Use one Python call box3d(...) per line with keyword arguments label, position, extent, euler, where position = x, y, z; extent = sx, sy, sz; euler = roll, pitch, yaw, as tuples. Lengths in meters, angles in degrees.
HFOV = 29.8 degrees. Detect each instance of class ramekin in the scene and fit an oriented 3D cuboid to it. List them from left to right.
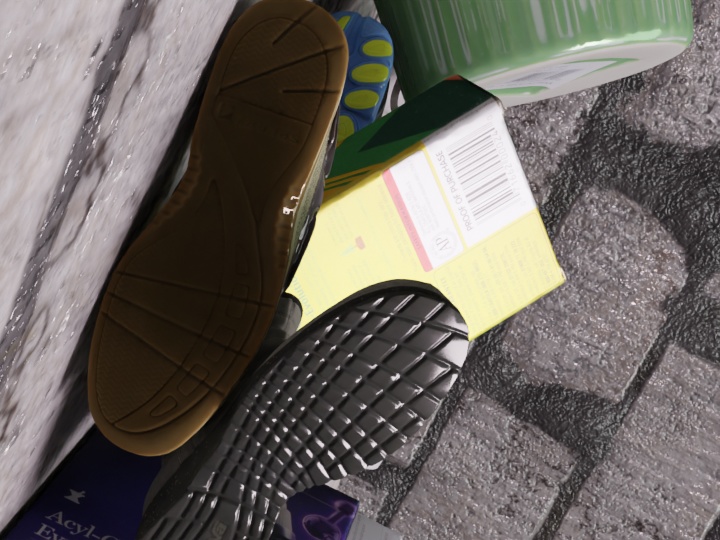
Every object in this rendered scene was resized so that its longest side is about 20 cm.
box3d(label="ramekin", position=(0.105, -0.162, 0.823), extent=(0.200, 0.199, 0.098), euler=(23, 55, -88))

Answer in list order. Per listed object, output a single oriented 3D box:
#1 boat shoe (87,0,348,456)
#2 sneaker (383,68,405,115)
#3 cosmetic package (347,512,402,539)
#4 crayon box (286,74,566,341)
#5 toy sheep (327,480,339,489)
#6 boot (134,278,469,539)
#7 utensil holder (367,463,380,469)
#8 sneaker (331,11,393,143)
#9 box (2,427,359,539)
box3d(label="boat shoe", position=(-0.052, -0.015, 0.577), extent=(0.200, 0.073, 0.065), euler=(-64, 168, 4))
box3d(label="sneaker", position=(0.036, -0.122, 0.997), extent=(0.076, 0.115, 0.201), euler=(-64, 179, 7))
box3d(label="cosmetic package", position=(-0.072, 0.192, 0.991), extent=(0.074, 0.200, 0.102), euler=(-64, 178, 5))
box3d(label="crayon box", position=(0.000, 0.000, 0.725), extent=(0.200, 0.127, 0.051), euler=(-31, -148, -9))
box3d(label="toy sheep", position=(-0.072, 0.106, 0.829), extent=(0.200, 0.138, 0.138), euler=(-23, -147, 53))
box3d(label="boot", position=(-0.038, 0.046, 0.613), extent=(0.200, 0.068, 0.131), euler=(-44, -155, 24))
box3d(label="utensil holder", position=(-0.009, 0.023, 1.008), extent=(0.200, 0.170, 0.170), euler=(-61, 178, 1))
box3d(label="sneaker", position=(-0.030, -0.051, 0.788), extent=(0.083, 0.071, 0.200), euler=(49, 64, -82))
box3d(label="box", position=(-0.101, 0.169, 0.675), extent=(0.200, 0.148, 0.105), euler=(-63, 178, -67))
